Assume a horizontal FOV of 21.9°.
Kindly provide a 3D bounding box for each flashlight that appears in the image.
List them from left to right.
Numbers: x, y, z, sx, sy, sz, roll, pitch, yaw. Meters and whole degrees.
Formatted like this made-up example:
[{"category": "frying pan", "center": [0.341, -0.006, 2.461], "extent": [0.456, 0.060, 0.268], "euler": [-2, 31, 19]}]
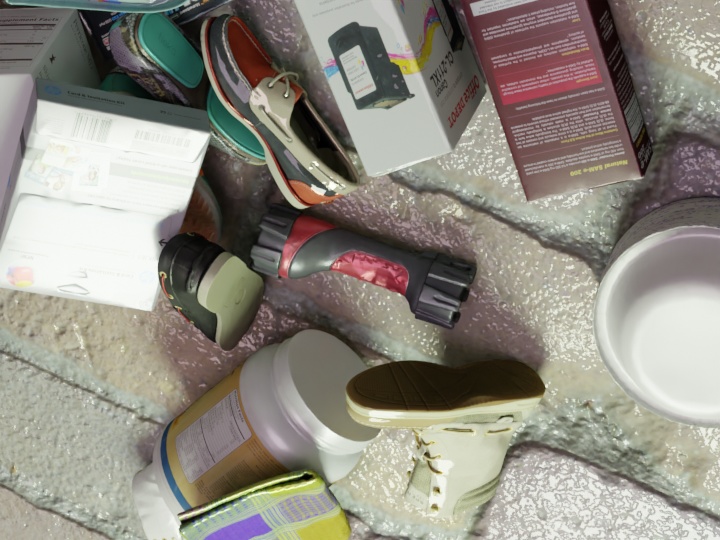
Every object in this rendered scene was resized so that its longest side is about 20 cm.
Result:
[{"category": "flashlight", "center": [0.000, 0.000, 1.707], "extent": [0.199, 0.068, 0.068], "euler": [21, 120, 9]}]

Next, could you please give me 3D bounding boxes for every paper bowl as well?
[{"category": "paper bowl", "center": [0.300, 0.047, 1.607], "extent": [0.200, 0.104, 0.202], "euler": [8, 119, 14]}]

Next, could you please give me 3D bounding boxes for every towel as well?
[{"category": "towel", "center": [-0.086, 0.243, 1.742], "extent": [0.143, 0.023, 0.200], "euler": [-20, 153, -1]}]

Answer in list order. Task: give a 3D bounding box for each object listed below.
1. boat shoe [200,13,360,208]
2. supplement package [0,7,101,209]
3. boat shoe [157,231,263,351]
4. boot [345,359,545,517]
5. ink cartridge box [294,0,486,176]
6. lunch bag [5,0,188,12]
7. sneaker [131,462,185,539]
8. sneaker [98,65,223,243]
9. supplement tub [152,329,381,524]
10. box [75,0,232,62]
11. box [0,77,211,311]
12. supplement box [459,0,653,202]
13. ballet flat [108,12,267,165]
[{"category": "boat shoe", "center": [-0.071, -0.145, 1.653], "extent": [0.062, 0.071, 0.200], "euler": [-15, 115, 37]}, {"category": "supplement package", "center": [-0.319, -0.127, 1.703], "extent": [0.155, 0.111, 0.201], "euler": [1, 131, 18]}, {"category": "boat shoe", "center": [-0.137, 0.018, 1.720], "extent": [0.063, 0.201, 0.074], "euler": [28, 77, 16]}, {"category": "boot", "center": [0.062, 0.159, 1.720], "extent": [0.199, 0.072, 0.155], "euler": [-2, 129, -28]}, {"category": "ink cartridge box", "center": [0.023, -0.201, 1.550], "extent": [0.082, 0.146, 0.201], "euler": [-15, 111, 23]}, {"category": "lunch bag", "center": [-0.177, -0.290, 1.505], "extent": [0.199, 0.171, 0.122], "euler": [3, 124, 17]}, {"category": "sneaker", "center": [-0.149, 0.268, 1.900], "extent": [0.115, 0.074, 0.200], "euler": [-34, 93, 33]}, {"category": "sneaker", "center": [-0.179, -0.107, 1.720], "extent": [0.071, 0.080, 0.200], "euler": [-13, 132, 19]}, {"category": "supplement tub", "center": [-0.088, 0.160, 1.775], "extent": [0.145, 0.145, 0.200], "euler": [47, 121, -8]}, {"category": "box", "center": [-0.180, -0.294, 1.631], "extent": [0.199, 0.046, 0.159], "euler": [-22, 107, 27]}, {"category": "box", "center": [-0.233, -0.063, 1.641], "extent": [0.155, 0.041, 0.201], "euler": [9, 123, -18]}, {"category": "supplement box", "center": [0.166, -0.167, 1.568], "extent": [0.108, 0.061, 0.201], "euler": [-11, 111, 24]}, {"category": "ballet flat", "center": [-0.153, -0.163, 1.659], "extent": [0.072, 0.072, 0.200], "euler": [-24, 133, 28]}]
